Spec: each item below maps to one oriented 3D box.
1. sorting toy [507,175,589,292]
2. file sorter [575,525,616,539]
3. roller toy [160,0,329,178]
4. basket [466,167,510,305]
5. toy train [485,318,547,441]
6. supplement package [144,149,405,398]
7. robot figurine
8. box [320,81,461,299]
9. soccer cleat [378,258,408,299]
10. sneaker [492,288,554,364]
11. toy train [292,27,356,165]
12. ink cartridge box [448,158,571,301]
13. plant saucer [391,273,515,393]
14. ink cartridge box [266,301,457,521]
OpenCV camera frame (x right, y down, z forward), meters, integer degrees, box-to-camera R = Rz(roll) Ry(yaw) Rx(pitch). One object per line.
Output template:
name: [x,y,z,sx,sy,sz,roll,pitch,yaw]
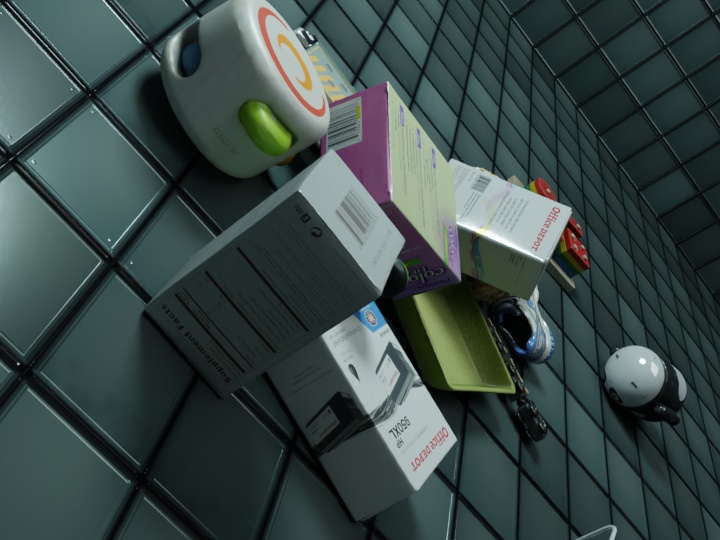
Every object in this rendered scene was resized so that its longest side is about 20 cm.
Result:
sorting toy: [0.397,-0.092,1.936,0.199,0.069,0.201,44,29,-25]
file sorter: [0.296,0.435,1.110,0.201,0.124,0.139,59,26,3]
roller toy: [-0.134,-0.206,1.060,0.183,0.139,0.200,63,18,-3]
basket: [0.187,-0.066,1.457,0.149,0.142,0.201,18,46,-53]
toy train: [0.224,0.160,1.379,0.201,0.034,0.046,63,18,9]
supplement package: [-0.077,0.004,0.853,0.117,0.199,0.117,50,27,-12]
robot figurine: [0.555,0.224,1.801,0.200,0.150,0.126,31,73,-43]
box: [0.038,-0.093,1.136,0.200,0.096,0.177,43,38,-49]
soccer cleat: [-0.048,-0.002,0.967,0.081,0.199,0.068,-43,140,-52]
sneaker: [0.253,0.056,1.516,0.085,0.077,0.201,8,54,-52]
toy train: [-0.059,-0.227,1.234,0.114,0.085,0.200,-40,96,-26]
ink cartridge box: [0.188,-0.061,1.349,0.199,0.084,0.145,24,45,13]
plant saucer: [0.117,0.086,1.273,0.199,0.048,0.201,13,50,-55]
ink cartridge box: [0.001,0.137,0.974,0.201,0.084,0.144,59,26,2]
